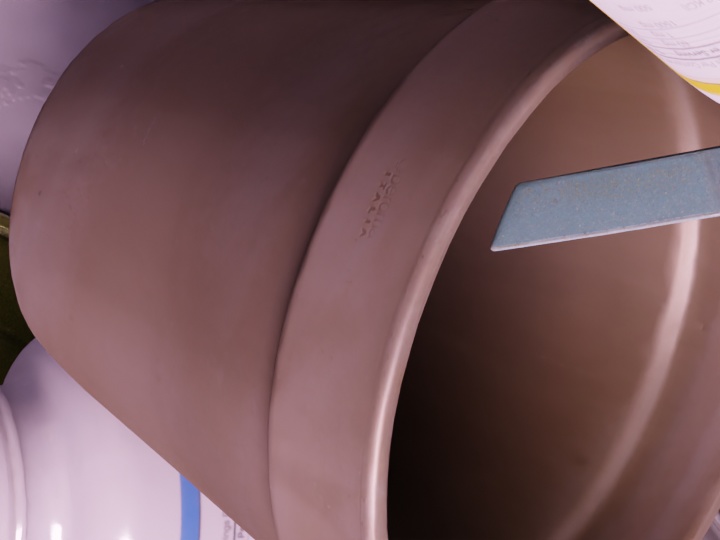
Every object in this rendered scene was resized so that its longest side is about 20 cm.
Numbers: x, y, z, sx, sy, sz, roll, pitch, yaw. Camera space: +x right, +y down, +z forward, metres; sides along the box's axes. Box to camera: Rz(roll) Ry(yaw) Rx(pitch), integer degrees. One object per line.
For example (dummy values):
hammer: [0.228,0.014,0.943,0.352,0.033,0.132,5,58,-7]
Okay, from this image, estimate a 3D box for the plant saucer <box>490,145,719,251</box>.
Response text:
plant saucer: [0.117,-0.029,0.779,0.070,0.019,0.200,-10,-178,39]

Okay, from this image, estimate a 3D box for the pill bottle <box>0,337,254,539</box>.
pill bottle: [-0.054,0.071,0.957,0.200,0.112,0.112,0,153,-25]

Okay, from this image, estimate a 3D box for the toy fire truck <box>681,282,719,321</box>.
toy fire truck: [0.208,0.024,0.915,0.200,0.049,0.141,31,143,-26]

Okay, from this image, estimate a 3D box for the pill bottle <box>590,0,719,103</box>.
pill bottle: [0.087,-0.105,0.676,0.200,0.112,0.112,35,141,-29]

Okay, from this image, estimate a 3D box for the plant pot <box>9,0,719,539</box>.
plant pot: [0.000,0.000,0.838,0.173,0.200,0.200,20,153,33]

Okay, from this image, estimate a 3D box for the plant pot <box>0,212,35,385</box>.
plant pot: [-0.181,0.102,1.035,0.200,0.193,0.201,9,146,6]

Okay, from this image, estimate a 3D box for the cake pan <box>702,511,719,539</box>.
cake pan: [0.098,0.133,1.009,0.200,0.037,0.200,51,162,24]
